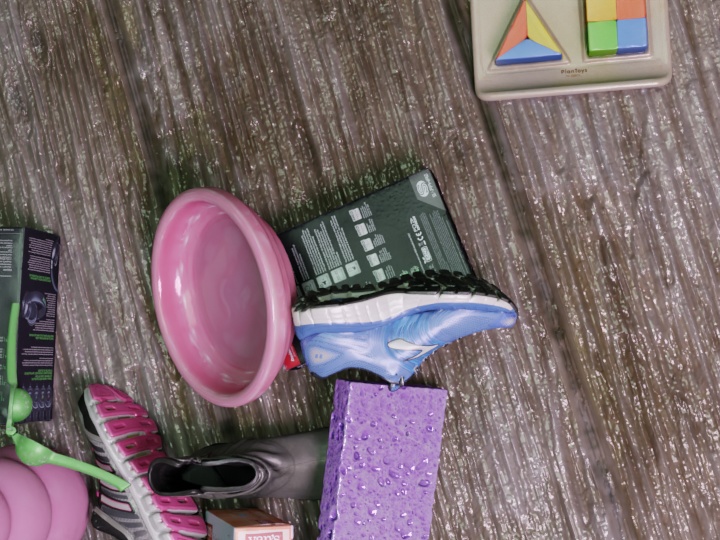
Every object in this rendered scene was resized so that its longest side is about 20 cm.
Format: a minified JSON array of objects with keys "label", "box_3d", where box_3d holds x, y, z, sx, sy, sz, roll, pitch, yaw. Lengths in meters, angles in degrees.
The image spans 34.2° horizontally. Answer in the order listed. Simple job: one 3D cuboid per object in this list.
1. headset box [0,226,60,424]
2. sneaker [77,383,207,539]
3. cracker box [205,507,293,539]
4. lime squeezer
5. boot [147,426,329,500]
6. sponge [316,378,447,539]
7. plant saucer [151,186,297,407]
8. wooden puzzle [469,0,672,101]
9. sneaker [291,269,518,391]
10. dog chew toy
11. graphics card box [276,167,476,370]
[{"label":"headset box","box_3d":[-0.393,0.060,1.143,0.172,0.093,0.202,0,85,9]},{"label":"sneaker","box_3d":[-0.225,0.203,1.110,0.087,0.074,0.201,-42,69,21]},{"label":"cracker box","box_3d":[-0.101,0.320,1.045,0.057,0.134,0.202,1,85,-17]},{"label":"lime squeezer","box_3d":[-0.291,0.128,1.058,0.070,0.038,0.201,-34,82,0]},{"label":"boot","box_3d":[-0.082,0.183,1.059,0.198,0.131,0.068,-7,84,9]},{"label":"sponge","box_3d":[0.017,0.201,1.058,0.111,0.030,0.202,10,85,-34]},{"label":"plant saucer","box_3d":[-0.122,0.022,1.077,0.200,0.051,0.202,16,111,47]},{"label":"wooden puzzle","box_3d":[0.192,-0.265,1.093,0.183,0.046,0.202,-4,84,10]},{"label":"sneaker","box_3d":[0.041,0.054,1.029,0.198,0.079,0.090,-7,106,-6]},{"label":"dog chew toy","box_3d":[-0.328,0.222,1.063,0.123,0.200,0.126,-1,85,9]},{"label":"graphics card box","box_3d":[0.000,0.000,1.102,0.199,0.051,0.126,-24,82,8]}]
